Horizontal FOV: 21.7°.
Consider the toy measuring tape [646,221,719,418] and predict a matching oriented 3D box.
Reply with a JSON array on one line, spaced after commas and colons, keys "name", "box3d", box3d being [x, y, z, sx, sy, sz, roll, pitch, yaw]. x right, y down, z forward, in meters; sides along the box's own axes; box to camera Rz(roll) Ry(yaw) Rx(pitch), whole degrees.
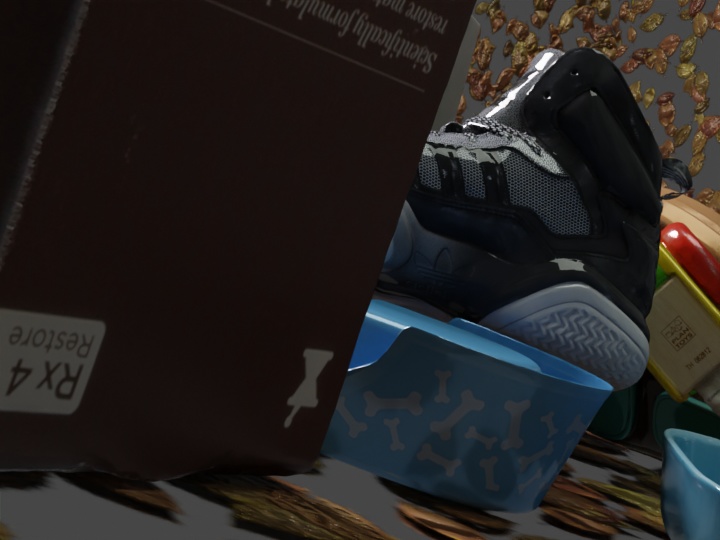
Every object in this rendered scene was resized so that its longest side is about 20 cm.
[{"name": "toy measuring tape", "box3d": [0.151, 0.042, 0.817, 0.200, 0.074, 0.074, 52, 16, 21]}]

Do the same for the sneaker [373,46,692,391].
[{"name": "sneaker", "box3d": [0.032, -0.041, 0.703, 0.200, 0.114, 0.075, 27, -18, -14]}]

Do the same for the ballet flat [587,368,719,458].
[{"name": "ballet flat", "box3d": [0.149, 0.055, 0.899, 0.065, 0.071, 0.200, -23, 41, -38]}]

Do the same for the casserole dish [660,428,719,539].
[{"name": "casserole dish", "box3d": [0.154, 0.094, 0.613, 0.121, 0.039, 0.200, 20, 4, 3]}]

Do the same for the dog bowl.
[{"name": "dog bowl", "box3d": [-0.018, 0.027, 0.628, 0.200, 0.050, 0.111, 19, 3, 10]}]

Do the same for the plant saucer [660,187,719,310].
[{"name": "plant saucer", "box3d": [0.184, 0.023, 1.045, 0.200, 0.037, 0.200, 39, -21, 18]}]

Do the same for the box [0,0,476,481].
[{"name": "box", "box3d": [-0.105, -0.057, 0.494, 0.200, 0.165, 0.166, 21, 4, 28]}]

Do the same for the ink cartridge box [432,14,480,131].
[{"name": "ink cartridge box", "box3d": [-0.055, -0.115, 0.901, 0.199, 0.084, 0.145, 16, 3, 10]}]
